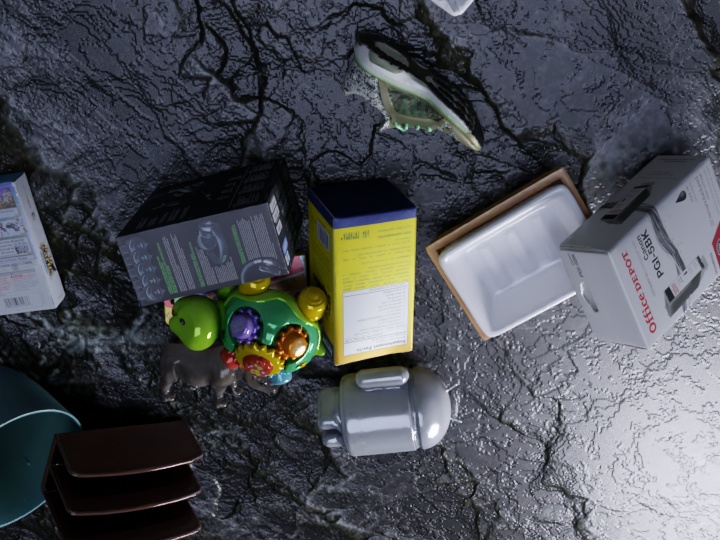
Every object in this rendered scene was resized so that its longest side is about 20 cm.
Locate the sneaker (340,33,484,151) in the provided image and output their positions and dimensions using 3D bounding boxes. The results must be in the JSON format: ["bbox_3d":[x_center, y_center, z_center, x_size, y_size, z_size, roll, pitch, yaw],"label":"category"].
[{"bbox_3d":[0.061,-0.198,1.020,0.199,0.077,0.089,35,125,-8],"label":"sneaker"}]

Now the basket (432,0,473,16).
[{"bbox_3d":[0.081,-0.406,0.861,0.199,0.161,0.199,34,112,-13],"label":"basket"}]

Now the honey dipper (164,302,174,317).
[{"bbox_3d":[-0.177,0.083,1.174,0.197,0.038,0.038,16,115,-3],"label":"honey dipper"}]

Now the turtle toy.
[{"bbox_3d":[-0.137,0.074,1.053,0.197,0.102,0.146,20,141,-6],"label":"turtle toy"}]

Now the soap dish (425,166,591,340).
[{"bbox_3d":[0.205,-0.023,1.083,0.198,0.081,0.158,-30,111,15],"label":"soap dish"}]

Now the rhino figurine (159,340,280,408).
[{"bbox_3d":[-0.191,0.140,1.170,0.197,0.060,0.089,2,117,17],"label":"rhino figurine"}]

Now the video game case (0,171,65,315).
[{"bbox_3d":[-0.517,-0.027,1.125,0.197,0.046,0.184,-7,116,5],"label":"video game case"}]

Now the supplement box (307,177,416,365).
[{"bbox_3d":[0.000,0.000,1.071,0.107,0.110,0.203,-8,117,-18],"label":"supplement box"}]

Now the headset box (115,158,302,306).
[{"bbox_3d":[-0.183,-0.049,1.032,0.197,0.175,0.094,-12,113,7],"label":"headset box"}]

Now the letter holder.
[{"bbox_3d":[-0.317,0.300,1.172,0.198,0.142,0.102,1,122,-40],"label":"letter holder"}]

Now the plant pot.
[{"bbox_3d":[-0.510,0.225,1.162,0.160,0.199,0.203,37,119,30],"label":"plant pot"}]

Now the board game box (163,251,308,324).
[{"bbox_3d":[-0.169,0.027,1.136,0.197,0.030,0.097,-2,103,2],"label":"board game box"}]

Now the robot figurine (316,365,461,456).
[{"bbox_3d":[0.040,0.195,1.175,0.197,0.114,0.171,-8,135,6],"label":"robot figurine"}]

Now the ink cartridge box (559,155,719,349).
[{"bbox_3d":[0.353,-0.024,1.022,0.199,0.083,0.148,-40,114,-21],"label":"ink cartridge box"}]
